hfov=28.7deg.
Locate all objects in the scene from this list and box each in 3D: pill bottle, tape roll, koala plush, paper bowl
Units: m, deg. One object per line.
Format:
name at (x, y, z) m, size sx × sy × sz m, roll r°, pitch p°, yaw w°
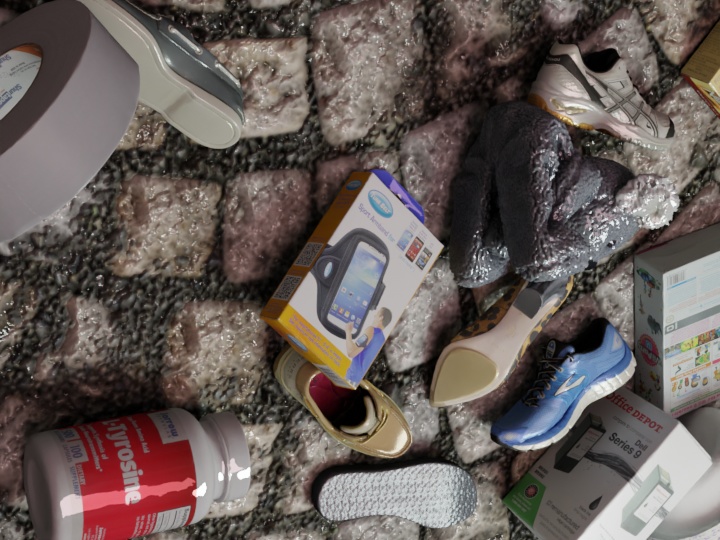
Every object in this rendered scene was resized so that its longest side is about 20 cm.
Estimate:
pill bottle at (-0.209, 0.193, 1.331) m, size 0.197 × 0.112 × 0.114 m, roll -9°, pitch 115°, yaw -28°
tape roll at (-0.268, -0.117, 1.105) m, size 0.200 × 0.200 × 0.066 m, roll -46°, pitch 127°, yaw -5°
koala plush at (0.213, -0.072, 1.437) m, size 0.197 × 0.177 × 0.187 m, roll 5°, pitch 85°, yaw -29°
paper bowl at (0.408, 0.245, 1.670) m, size 0.201 × 0.200 × 0.104 m, roll -46°, pitch 112°, yaw -5°

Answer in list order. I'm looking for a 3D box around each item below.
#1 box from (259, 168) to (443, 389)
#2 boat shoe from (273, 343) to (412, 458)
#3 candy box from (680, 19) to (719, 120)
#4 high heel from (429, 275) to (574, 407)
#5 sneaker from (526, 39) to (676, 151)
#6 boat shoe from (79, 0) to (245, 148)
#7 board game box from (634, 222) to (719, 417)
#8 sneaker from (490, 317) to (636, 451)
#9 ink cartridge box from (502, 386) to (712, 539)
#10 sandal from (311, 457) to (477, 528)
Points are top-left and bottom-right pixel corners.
box at (0.000, 0.000, 1.383) m, size 0.119 × 0.041 × 0.201 m, roll 42°, pitch 72°, yaw -30°
boat shoe at (-0.010, 0.147, 1.458) m, size 0.199 × 0.066 × 0.074 m, roll 37°, pitch 90°, yaw -36°
candy box at (0.458, -0.259, 1.567) m, size 0.115 × 0.055 × 0.201 m, roll 39°, pitch 88°, yaw -36°
high heel at (0.157, 0.068, 1.540) m, size 0.200 × 0.071 × 0.142 m, roll -49°, pitch 174°, yaw 30°
sneaker at (0.267, -0.184, 1.475) m, size 0.198 × 0.075 × 0.089 m, roll 12°, pitch 100°, yaw -37°
boat shoe at (-0.177, -0.188, 1.228) m, size 0.199 × 0.072 × 0.062 m, roll 40°, pitch 45°, yaw -30°
board game box at (0.398, 0.060, 1.667) m, size 0.146 × 0.064 × 0.203 m, roll -18°, pitch 118°, yaw -22°
sneaker at (0.218, 0.124, 1.590) m, size 0.199 × 0.078 × 0.090 m, roll -38°, pitch 115°, yaw -19°
ink cartridge box at (0.283, 0.243, 1.626) m, size 0.200 × 0.146 × 0.084 m, roll -47°, pitch 119°, yaw -5°
sandal at (0.039, 0.238, 1.550) m, size 0.197 × 0.043 × 0.077 m, roll 8°, pitch 100°, yaw -23°
